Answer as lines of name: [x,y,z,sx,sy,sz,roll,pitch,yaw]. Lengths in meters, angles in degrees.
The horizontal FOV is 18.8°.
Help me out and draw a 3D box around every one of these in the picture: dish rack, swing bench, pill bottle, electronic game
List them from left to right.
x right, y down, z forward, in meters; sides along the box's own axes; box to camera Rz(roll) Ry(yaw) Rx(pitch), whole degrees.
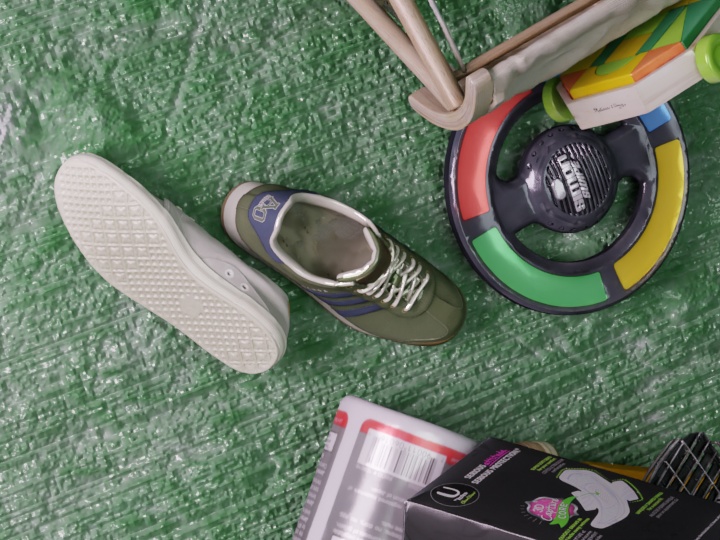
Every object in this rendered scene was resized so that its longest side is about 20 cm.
pill bottle: [0.007,0.199,1.520,0.113,0.114,0.202,21,86,-20]
swing bench: [0.100,-0.215,1.483,0.198,0.130,0.201,-30,74,-16]
electronic game: [0.154,-0.068,1.599,0.198,0.042,0.202,-1,94,-21]
dish rack: [0.250,0.223,1.542,0.201,0.054,0.154,55,43,-14]

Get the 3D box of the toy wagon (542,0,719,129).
toy wagon: [0.218,-0.170,1.524,0.040,0.154,0.200,55,52,-20]

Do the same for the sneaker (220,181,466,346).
sneaker: [0.000,0.000,1.518,0.199,0.090,0.068,29,82,-20]

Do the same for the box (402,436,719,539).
box: [0.138,0.219,1.428,0.124,0.198,0.150,-28,127,-54]

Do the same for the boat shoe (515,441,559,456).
boat shoe: [0.090,0.216,1.574,0.066,0.074,0.202,19,87,-26]

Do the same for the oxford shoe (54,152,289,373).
oxford shoe: [-0.127,-0.009,1.491,0.200,0.075,0.058,40,38,-10]

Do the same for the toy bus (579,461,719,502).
toy bus: [0.257,0.194,1.642,0.198,0.065,0.079,7,89,-21]
